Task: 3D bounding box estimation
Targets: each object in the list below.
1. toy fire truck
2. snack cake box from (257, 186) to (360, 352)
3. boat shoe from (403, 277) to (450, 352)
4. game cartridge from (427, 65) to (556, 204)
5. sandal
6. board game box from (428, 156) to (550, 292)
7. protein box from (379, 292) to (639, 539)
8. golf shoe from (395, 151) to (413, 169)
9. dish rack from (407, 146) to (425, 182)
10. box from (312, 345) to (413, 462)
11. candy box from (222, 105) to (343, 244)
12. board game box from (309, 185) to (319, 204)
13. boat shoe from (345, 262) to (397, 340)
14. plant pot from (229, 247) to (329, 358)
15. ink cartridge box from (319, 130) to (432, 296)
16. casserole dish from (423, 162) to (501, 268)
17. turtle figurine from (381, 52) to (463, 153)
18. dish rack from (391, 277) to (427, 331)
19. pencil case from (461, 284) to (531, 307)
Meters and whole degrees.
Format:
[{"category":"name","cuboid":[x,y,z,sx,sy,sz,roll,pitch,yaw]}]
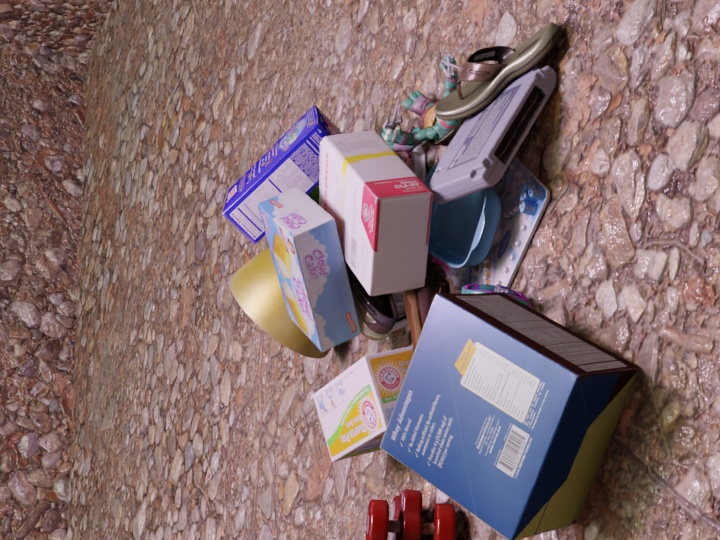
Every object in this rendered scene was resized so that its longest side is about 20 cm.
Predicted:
[{"category":"toy fire truck","cuboid":[0.059,0.389,1.610,0.168,0.111,0.201,101,171,-70]},{"category":"snack cake box","cuboid":[-0.070,-0.001,1.709,0.115,0.067,0.201,44,153,51]},{"category":"boat shoe","cuboid":[0.097,0.075,1.592,0.201,0.070,0.071,-95,2,-50]},{"category":"game cartridge","cuboid":[0.165,-0.172,1.578,0.201,0.041,0.133,-57,16,-26]},{"category":"sandal","cuboid":[0.173,-0.269,1.611,0.201,0.057,0.080,-36,21,29]},{"category":"board game box","cuboid":[0.164,-0.060,1.645,0.201,0.026,0.200,-68,27,22]},{"category":"protein box","cuboid":[0.161,0.154,1.358,0.200,0.134,0.200,31,109,37]},{"category":"golf shoe","cuboid":[-0.002,-0.151,1.854,0.200,0.092,0.073,-12,69,63]},{"category":"dish rack","cuboid":[0.035,-0.090,1.904,0.200,0.043,0.173,-34,49,55]},{"category":"box","cuboid":[0.028,0.182,1.679,0.200,0.112,0.102,-42,62,59]},{"category":"candy box","cuboid":[-0.115,-0.148,1.881,0.200,0.077,0.169,-42,14,9]},{"category":"board game box","cuboid":[-0.069,-0.104,1.987,0.200,0.101,0.048,-96,8,-67]},{"category":"boat shoe","cuboid":[0.000,0.000,1.753,0.065,0.072,0.201,-42,66,47]},{"category":"plant pot","cuboid":[-0.089,0.021,1.974,0.142,0.199,0.200,-50,34,15]},{"category":"ink cartridge box","cuboid":[0.016,-0.082,1.645,0.200,0.083,0.146,-126,33,-52]},{"category":"casserole dish","cuboid":[0.131,-0.072,1.645,0.200,0.039,0.122,37,113,62]},{"category":"turtle figurine","cuboid":[0.098,-0.222,1.757,0.150,0.101,0.200,-45,8,-11]},{"category":"dish rack","cuboid":[0.041,-0.013,1.799,0.171,0.043,0.201,-25,76,56]},{"category":"pencil case","cuboid":[0.156,0.118,1.521,0.085,0.092,0.201,15,-95,-78]}]
